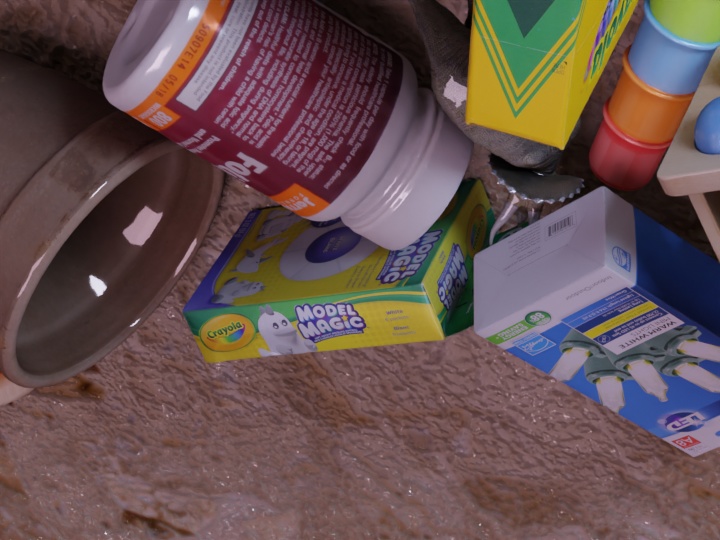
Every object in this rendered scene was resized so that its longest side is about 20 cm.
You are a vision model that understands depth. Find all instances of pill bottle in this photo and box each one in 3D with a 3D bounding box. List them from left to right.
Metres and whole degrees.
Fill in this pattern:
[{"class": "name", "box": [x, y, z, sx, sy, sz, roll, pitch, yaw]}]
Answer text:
[{"class": "pill bottle", "box": [-0.039, -0.100, 1.243, 0.200, 0.114, 0.114, 30, 134, -21]}]

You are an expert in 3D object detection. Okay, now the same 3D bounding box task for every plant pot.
[{"class": "plant pot", "box": [-0.214, -0.053, 1.351, 0.175, 0.200, 0.200, 39, 134, 16]}]

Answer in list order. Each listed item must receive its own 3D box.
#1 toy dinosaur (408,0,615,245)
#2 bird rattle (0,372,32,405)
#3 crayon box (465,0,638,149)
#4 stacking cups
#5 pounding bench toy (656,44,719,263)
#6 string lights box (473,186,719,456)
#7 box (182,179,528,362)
[{"class": "toy dinosaur", "box": [0.083, -0.103, 1.194, 0.077, 0.102, 0.200, 2, 148, 38]}, {"class": "bird rattle", "box": [-0.292, 0.028, 1.518, 0.200, 0.113, 0.163, -36, 116, 26]}, {"class": "crayon box", "box": [0.113, -0.188, 1.068, 0.058, 0.200, 0.173, 14, 130, 15]}, {"class": "stacking cups", "box": [0.178, -0.124, 1.179, 0.060, 0.061, 0.200, 24, 132, 7]}, {"class": "pounding bench toy", "box": [0.279, -0.051, 1.084, 0.200, 0.124, 0.156, -8, 125, 35]}, {"class": "string lights box", "box": [0.172, 0.034, 1.253, 0.200, 0.059, 0.103, 29, 138, -33]}, {"class": "box", "box": [0.000, 0.000, 1.320, 0.200, 0.117, 0.048, -5, 123, 28]}]
